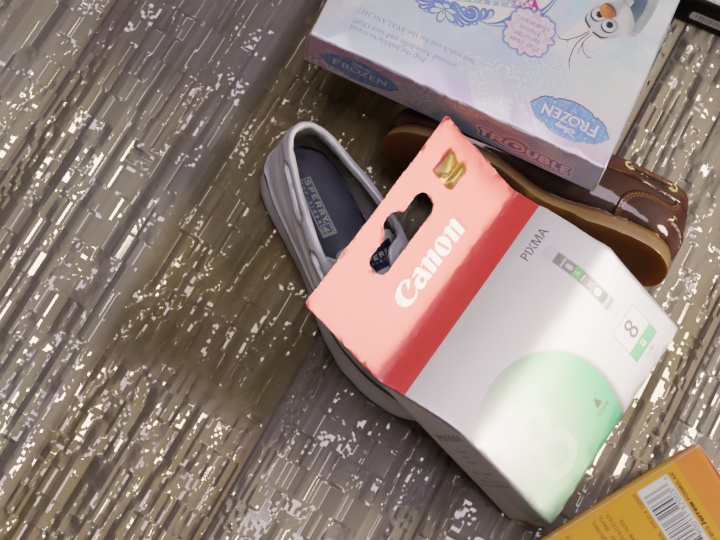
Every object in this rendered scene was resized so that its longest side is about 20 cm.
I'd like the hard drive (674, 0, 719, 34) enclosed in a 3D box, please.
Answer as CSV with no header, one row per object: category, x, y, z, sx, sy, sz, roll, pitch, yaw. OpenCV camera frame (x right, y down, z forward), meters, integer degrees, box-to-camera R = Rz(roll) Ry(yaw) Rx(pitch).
hard drive,0.247,-0.263,1.596,0.139,0.038,0.200,23,65,-2

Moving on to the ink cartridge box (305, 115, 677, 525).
ink cartridge box,0.084,0.029,1.393,0.200,0.050,0.161,48,64,-23

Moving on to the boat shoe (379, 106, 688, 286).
boat shoe,0.112,-0.058,1.468,0.199,0.070,0.070,25,57,-3

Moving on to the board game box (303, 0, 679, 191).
board game box,0.095,-0.178,1.446,0.199,0.043,0.199,25,68,2

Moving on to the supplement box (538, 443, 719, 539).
supplement box,0.131,0.182,1.374,0.200,0.067,0.069,-27,79,-20

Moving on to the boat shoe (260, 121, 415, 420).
boat shoe,0.000,0.000,1.421,0.073,0.065,0.200,-30,77,-21
